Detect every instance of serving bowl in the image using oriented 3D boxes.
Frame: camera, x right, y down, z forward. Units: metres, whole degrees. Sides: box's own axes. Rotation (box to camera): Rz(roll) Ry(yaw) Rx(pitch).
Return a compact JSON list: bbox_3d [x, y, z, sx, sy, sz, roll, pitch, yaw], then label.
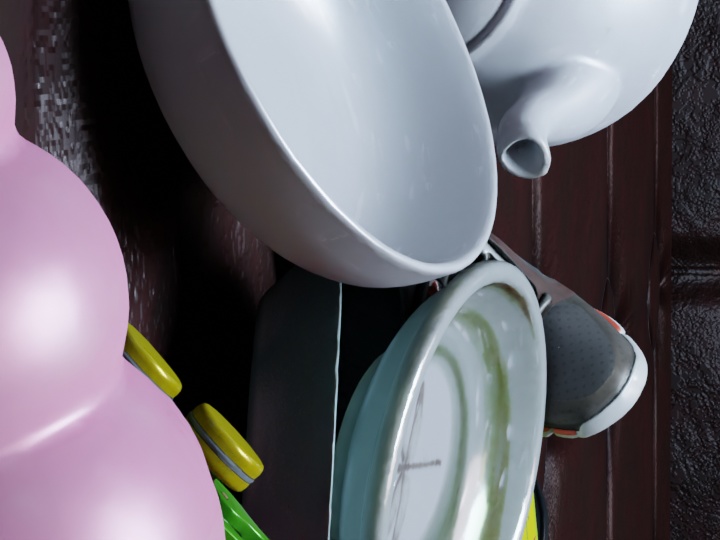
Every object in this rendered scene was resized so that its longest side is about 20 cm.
[{"bbox_3d":[-0.027,-0.080,0.743,0.200,0.066,0.201,42,34,-37],"label":"serving bowl"}]

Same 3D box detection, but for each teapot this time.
[{"bbox_3d":[0.057,-0.157,0.921,0.145,0.199,0.199,1,102,-47],"label":"teapot"}]

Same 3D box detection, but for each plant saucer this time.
[{"bbox_3d":[-0.030,0.085,0.799,0.200,0.036,0.202,-177,-90,-89],"label":"plant saucer"},{"bbox_3d":[0.030,0.091,0.876,0.200,0.050,0.202,-38,134,-56],"label":"plant saucer"}]

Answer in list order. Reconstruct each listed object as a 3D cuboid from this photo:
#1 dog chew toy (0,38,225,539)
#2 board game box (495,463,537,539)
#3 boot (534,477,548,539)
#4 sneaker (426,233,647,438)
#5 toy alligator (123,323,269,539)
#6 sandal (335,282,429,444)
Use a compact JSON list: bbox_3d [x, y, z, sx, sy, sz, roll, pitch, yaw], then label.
[{"bbox_3d":[-0.103,0.022,0.440,0.125,0.124,0.202,-51,132,-67],"label":"dog chew toy"},{"bbox_3d":[0.046,0.173,1.041,0.048,0.101,0.201,-68,155,-56],"label":"board game box"},{"bbox_3d":[0.072,0.093,1.194,0.163,0.073,0.200,65,23,-64],"label":"boot"},{"bbox_3d":[0.059,0.016,0.989,0.077,0.200,0.082,-51,142,-7],"label":"sneaker"},{"bbox_3d":[-0.060,0.076,0.628,0.200,0.059,0.054,48,-1,-21],"label":"toy alligator"},{"bbox_3d":[0.001,0.001,0.907,0.048,0.075,0.202,-41,131,-75],"label":"sandal"}]
